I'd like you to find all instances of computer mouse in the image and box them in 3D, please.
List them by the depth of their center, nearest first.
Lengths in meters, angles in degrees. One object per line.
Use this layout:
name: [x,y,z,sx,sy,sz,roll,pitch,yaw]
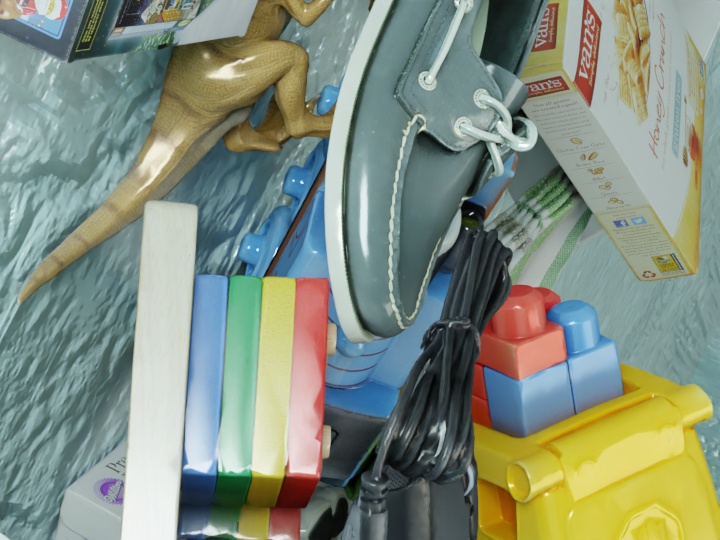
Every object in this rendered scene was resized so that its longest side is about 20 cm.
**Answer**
computer mouse: [0.019,0.096,0.757,0.140,0.046,0.200,-63,173,-57]

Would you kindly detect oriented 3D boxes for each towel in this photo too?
towel: [0.064,0.028,1.117,0.200,0.031,0.149,-39,156,-60]

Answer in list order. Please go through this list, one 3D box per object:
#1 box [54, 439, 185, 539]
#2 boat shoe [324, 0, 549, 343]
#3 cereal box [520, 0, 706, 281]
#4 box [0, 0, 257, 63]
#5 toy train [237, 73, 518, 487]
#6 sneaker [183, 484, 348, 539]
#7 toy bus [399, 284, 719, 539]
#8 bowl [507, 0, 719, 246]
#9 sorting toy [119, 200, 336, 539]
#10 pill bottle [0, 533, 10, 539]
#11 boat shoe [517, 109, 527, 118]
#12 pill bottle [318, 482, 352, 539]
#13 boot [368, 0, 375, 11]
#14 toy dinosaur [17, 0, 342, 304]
box: [-0.069,0.079,0.991,0.200,0.041,0.039,-39,150,-56]
boat shoe: [0.035,-0.066,0.788,0.073,0.062,0.200,61,39,-60]
cereal box: [0.131,-0.105,1.126,0.200,0.039,0.144,49,41,-50]
box: [-0.044,-0.167,0.673,0.200,0.038,0.137,-68,164,16]
toy train: [0.000,0.000,0.910,0.200,0.087,0.114,122,-17,-49]
sneaker: [-0.077,0.147,0.991,0.200,0.083,0.081,-32,136,-65]
toy bus: [0.067,0.086,0.975,0.136,0.200,0.192,-22,109,-27]
bowl: [0.155,-0.124,1.341,0.200,0.075,0.200,-32,145,-65]
sorting toy: [-0.052,0.099,0.798,0.199,0.069,0.200,109,-17,-74]
pill bottle: [-0.145,0.170,0.751,0.113,0.112,0.200,-53,161,-35]
boat shoe: [0.043,-0.078,1.070,0.200,0.072,0.068,-59,162,-52]
pill bottle: [0.000,0.166,1.223,0.114,0.114,0.200,-65,165,4]
boot: [0.043,-0.168,0.894,0.201,0.071,0.144,14,99,-80]
toy dinosaur: [-0.053,-0.068,0.809,0.106,0.060,0.200,27,94,-44]
